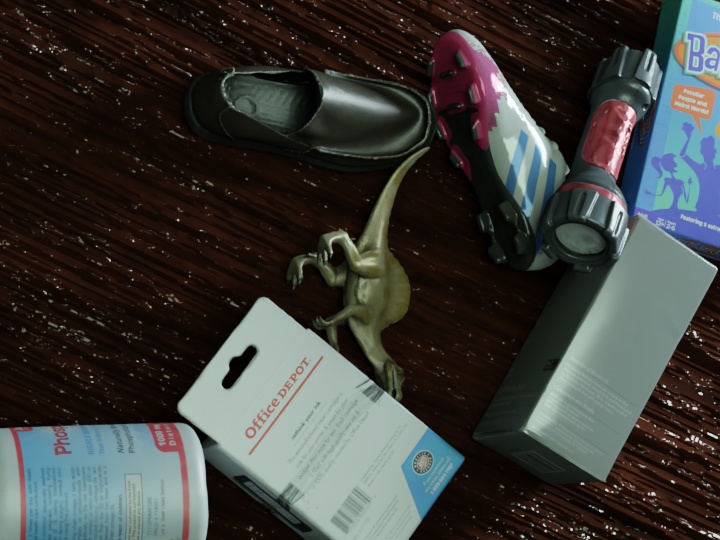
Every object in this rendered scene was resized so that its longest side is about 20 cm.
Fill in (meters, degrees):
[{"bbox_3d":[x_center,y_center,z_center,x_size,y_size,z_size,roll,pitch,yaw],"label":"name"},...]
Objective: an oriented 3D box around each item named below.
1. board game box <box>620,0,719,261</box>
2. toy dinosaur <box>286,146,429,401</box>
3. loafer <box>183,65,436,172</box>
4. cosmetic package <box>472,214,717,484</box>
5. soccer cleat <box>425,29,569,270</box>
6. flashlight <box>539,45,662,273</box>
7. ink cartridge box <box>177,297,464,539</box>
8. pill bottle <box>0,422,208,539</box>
[{"bbox_3d":[0.301,-0.111,1.807,0.152,0.045,0.200,17,78,-15],"label":"board game box"},{"bbox_3d":[0.000,0.000,1.699,0.101,0.058,0.200,8,82,-36],"label":"toy dinosaur"},{"bbox_3d":[-0.032,-0.118,1.687,0.200,0.071,0.073,2,82,-17],"label":"loafer"},{"bbox_3d":[0.183,0.063,1.715,0.090,0.107,0.200,31,73,-13],"label":"cosmetic package"},{"bbox_3d":[0.116,-0.098,1.742,0.086,0.070,0.200,-20,92,-35],"label":"soccer cleat"},{"bbox_3d":[0.193,-0.092,1.714,0.068,0.068,0.200,7,51,21],"label":"flashlight"},{"bbox_3d":[-0.038,0.126,1.655,0.200,0.068,0.116,40,71,-9],"label":"ink cartridge box"},{"bbox_3d":[-0.216,0.165,1.572,0.200,0.109,0.109,0,83,-18],"label":"pill bottle"}]
